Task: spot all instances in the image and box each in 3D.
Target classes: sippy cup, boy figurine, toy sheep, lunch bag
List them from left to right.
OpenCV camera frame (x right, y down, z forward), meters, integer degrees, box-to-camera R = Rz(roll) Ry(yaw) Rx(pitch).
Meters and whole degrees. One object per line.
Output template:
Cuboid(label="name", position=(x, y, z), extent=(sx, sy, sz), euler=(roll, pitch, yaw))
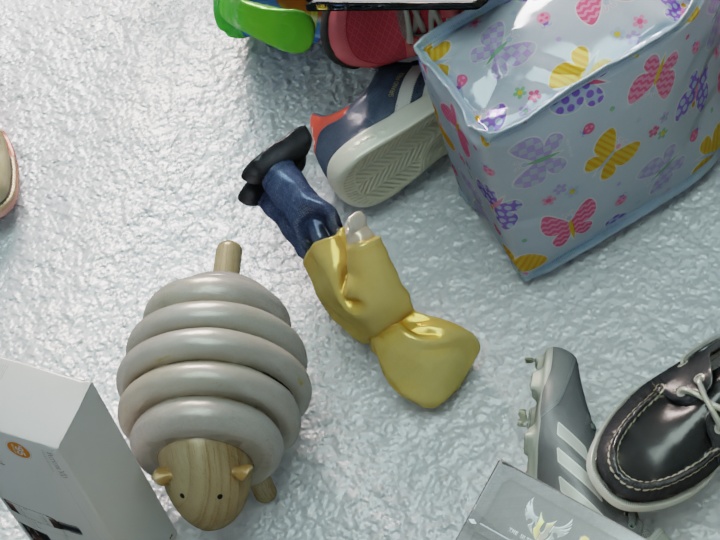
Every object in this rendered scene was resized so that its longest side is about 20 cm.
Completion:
Cuboid(label="toy sheep", position=(-0.093, 0.071, 1.235), extent=(0.137, 0.138, 0.201), euler=(-7, 57, 7))
Cuboid(label="sippy cup", position=(-0.024, -0.222, 1.414), extent=(0.129, 0.140, 0.179), euler=(17, 75, 9))
Cuboid(label="boy figurine", position=(0.000, 0.000, 1.271), extent=(0.064, 0.124, 0.200), euler=(-37, 77, -18))
Cuboid(label="lunch bag", position=(0.153, -0.118, 1.281), extent=(0.199, 0.170, 0.128), euler=(-29, 54, -4))

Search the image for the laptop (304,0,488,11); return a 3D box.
Cuboid(label="laptop", position=(0.022, -0.260, 1.288), extent=(0.199, 0.117, 0.187), euler=(5, 31, 30))

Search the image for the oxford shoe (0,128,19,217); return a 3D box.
Cuboid(label="oxford shoe", position=(-0.311, -0.118, 1.434), extent=(0.070, 0.074, 0.201), euler=(-29, 57, -7))

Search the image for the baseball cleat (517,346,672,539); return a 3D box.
Cuboid(label="baseball cleat", position=(0.146, 0.145, 1.186), extent=(0.105, 0.070, 0.202), euler=(2, 68, 6))

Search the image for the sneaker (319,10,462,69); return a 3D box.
Cuboid(label="sneaker", position=(0.065, -0.188, 1.336), extent=(0.199, 0.074, 0.087), euler=(-19, 19, -29))

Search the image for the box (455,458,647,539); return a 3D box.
Cuboid(label="box", position=(0.128, 0.224, 1.098), extent=(0.199, 0.048, 0.159), euler=(27, 80, 11))

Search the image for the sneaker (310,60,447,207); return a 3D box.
Cuboid(label="sneaker", position=(0.054, -0.126, 1.365), extent=(0.199, 0.075, 0.085), euler=(-26, 49, -10))

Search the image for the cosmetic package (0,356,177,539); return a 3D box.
Cuboid(label="cosmetic package", position=(-0.179, 0.126, 1.178), extent=(0.082, 0.201, 0.051), euler=(12, 60, 19))

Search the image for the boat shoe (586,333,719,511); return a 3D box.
Cuboid(label="boat shoe", position=(0.221, 0.077, 1.175), extent=(0.199, 0.060, 0.074), euler=(-26, 71, -27))
